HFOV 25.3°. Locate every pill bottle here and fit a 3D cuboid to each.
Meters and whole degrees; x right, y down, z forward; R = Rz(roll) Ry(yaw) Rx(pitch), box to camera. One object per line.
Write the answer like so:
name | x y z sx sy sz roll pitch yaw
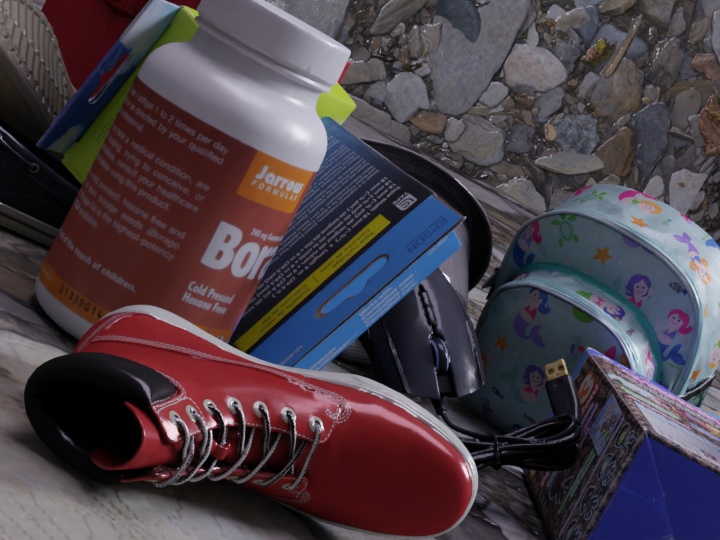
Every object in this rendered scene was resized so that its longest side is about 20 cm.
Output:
pill bottle | -0.087 -0.050 0.874 0.112 0.201 0.112 27 9 -5

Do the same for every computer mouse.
computer mouse | 0.066 0.043 0.998 0.139 0.046 0.201 1 42 -21

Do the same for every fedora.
fedora | 0.000 0.000 1.127 0.199 0.177 0.091 24 39 -26

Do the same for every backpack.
backpack | 0.174 0.045 1.181 0.177 0.201 0.150 34 30 23

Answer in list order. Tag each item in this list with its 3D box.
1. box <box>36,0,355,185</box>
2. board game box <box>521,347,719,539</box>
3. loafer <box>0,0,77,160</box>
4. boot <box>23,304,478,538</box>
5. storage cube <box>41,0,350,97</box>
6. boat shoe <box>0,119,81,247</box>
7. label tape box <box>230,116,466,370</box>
box | -0.095 -0.091 0.998 0.048 0.122 0.200 47 15 23
board game box | 0.201 0.147 1.005 0.159 0.097 0.200 28 9 -6
loafer | -0.224 -0.107 1.056 0.200 0.068 0.076 70 13 -55
boot | -0.045 0.081 0.708 0.199 0.073 0.144 21 9 2
storage cube | -0.152 -0.142 1.265 0.171 0.181 0.199 35 12 37
boat shoe | -0.174 -0.043 1.026 0.199 0.063 0.075 25 8 -33
label tape box | -0.021 0.000 0.962 0.063 0.144 0.200 52 -6 -33
